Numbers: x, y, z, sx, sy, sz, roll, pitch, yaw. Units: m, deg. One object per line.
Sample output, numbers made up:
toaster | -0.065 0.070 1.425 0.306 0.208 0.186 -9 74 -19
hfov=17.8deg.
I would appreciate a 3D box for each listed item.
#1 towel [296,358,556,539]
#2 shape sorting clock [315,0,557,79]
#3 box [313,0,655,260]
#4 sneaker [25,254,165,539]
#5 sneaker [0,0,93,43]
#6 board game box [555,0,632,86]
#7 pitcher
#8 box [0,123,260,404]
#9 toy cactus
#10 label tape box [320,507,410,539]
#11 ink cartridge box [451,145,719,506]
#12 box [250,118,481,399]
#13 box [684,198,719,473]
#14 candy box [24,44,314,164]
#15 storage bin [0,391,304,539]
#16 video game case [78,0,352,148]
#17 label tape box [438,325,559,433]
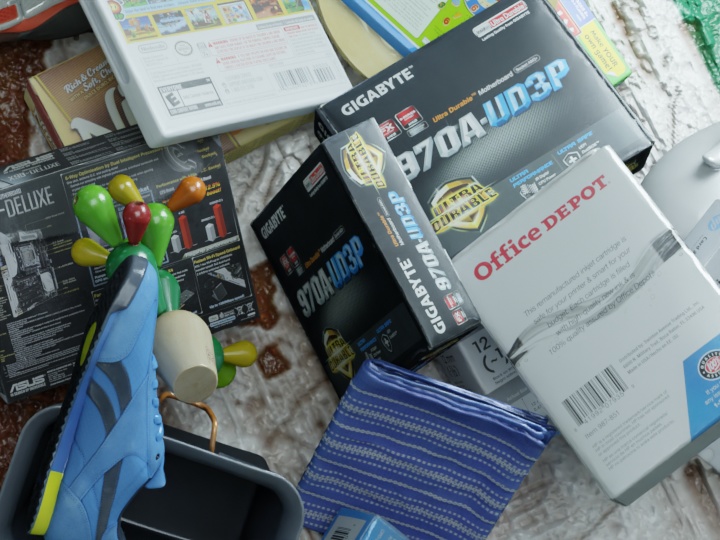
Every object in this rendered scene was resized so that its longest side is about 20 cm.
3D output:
towel | 0.038 0.145 1.622 0.144 0.201 0.024 20 47 -6
shape sorting clock | 0.057 -0.223 1.752 0.198 0.039 0.202 1 86 -16
box | 0.090 -0.097 1.682 0.199 0.046 0.159 -31 73 -16
sneaker | -0.153 0.090 1.488 0.078 0.066 0.202 16 101 -10
sneaker | -0.230 -0.192 1.700 0.198 0.082 0.078 -15 56 10
board game box | 0.101 -0.198 1.792 0.134 0.029 0.201 -34 86 -15
pitcher | 0.285 -0.079 1.734 0.121 0.172 0.200 32 69 32
box | -0.184 -0.012 1.642 0.199 0.050 0.159 -19 115 -15
toy cactus | -0.123 0.027 1.559 0.102 0.201 0.165 -24 39 -4
label tape box | 0.031 0.285 1.647 0.200 0.066 0.144 40 72 -24
ink cartridge box | 0.176 0.039 1.592 0.145 0.084 0.201 -37 74 6
box | 0.000 0.000 1.631 0.046 0.200 0.160 -25 84 -22
box | 0.282 0.065 1.696 0.200 0.041 0.156 38 91 -31
candy box | -0.136 -0.128 1.713 0.199 0.055 0.116 -28 85 -15
storage bin | -0.145 0.150 1.598 0.199 0.134 0.147 19 99 -8
video game case | -0.113 -0.185 1.641 0.199 0.023 0.183 -17 77 -46
label tape box | 0.118 0.018 1.710 0.143 0.066 0.201 -30 94 -15
